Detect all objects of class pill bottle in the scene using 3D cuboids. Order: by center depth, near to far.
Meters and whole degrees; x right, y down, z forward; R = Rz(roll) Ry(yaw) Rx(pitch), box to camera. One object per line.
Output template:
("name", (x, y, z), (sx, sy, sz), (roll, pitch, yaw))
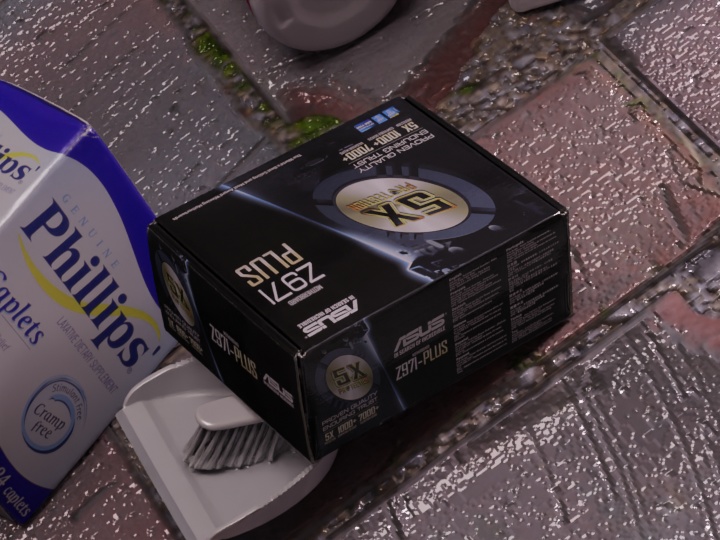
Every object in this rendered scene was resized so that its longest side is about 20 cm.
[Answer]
("pill bottle", (-0.053, -0.254, 1.749), (0.113, 0.114, 0.200), (-30, 46, 1))

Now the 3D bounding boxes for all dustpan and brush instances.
("dustpan and brush", (-0.034, 0.078, 1.506), (0.199, 0.057, 0.140), (-15, 41, -21))

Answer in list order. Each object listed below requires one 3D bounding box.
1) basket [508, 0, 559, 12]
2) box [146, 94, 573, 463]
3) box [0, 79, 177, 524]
("basket", (0.166, -0.282, 1.656), (0.199, 0.124, 0.136), (-18, 47, 14))
("box", (0.000, 0.000, 1.496), (0.199, 0.087, 0.164), (-27, 43, -24))
("box", (-0.221, 0.020, 1.563), (0.105, 0.184, 0.200), (24, 67, 39))
